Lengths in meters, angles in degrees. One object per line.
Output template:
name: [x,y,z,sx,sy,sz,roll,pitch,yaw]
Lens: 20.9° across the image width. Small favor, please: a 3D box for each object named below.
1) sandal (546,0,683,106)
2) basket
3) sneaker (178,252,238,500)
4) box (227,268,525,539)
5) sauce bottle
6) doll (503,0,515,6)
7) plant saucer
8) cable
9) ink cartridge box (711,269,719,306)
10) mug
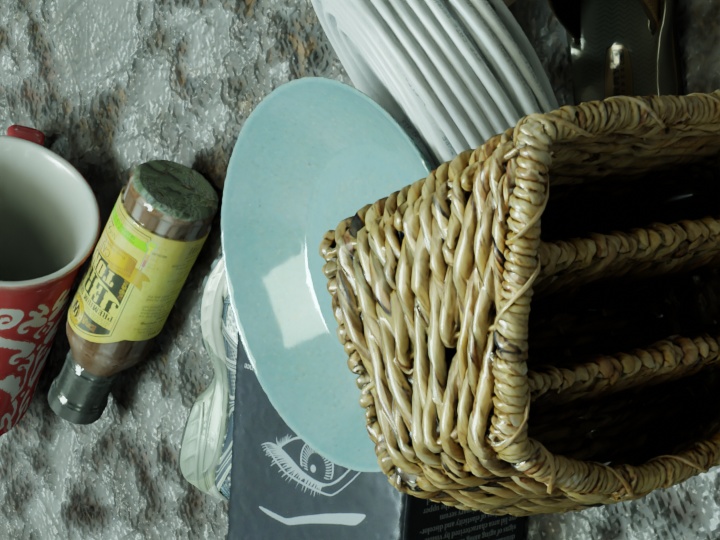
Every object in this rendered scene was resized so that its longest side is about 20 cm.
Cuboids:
sandal: [0.119,-0.146,0.993,0.082,0.054,0.201,2,96,46]
basket: [0.110,0.018,0.795,0.149,0.199,0.143,-28,74,47]
sneaker: [-0.048,0.061,1.196,0.086,0.077,0.201,27,122,31]
box: [0.011,0.092,1.102,0.148,0.104,0.201,16,107,44]
sauce bottle: [-0.157,0.021,1.301,0.065,0.065,0.200,49,127,31]
doll: [0.147,-0.195,0.922,0.199,0.048,0.137,-16,62,26]
plant saucer: [0.000,0.000,0.988,0.201,0.039,0.202,20,115,48]
cable: [0.038,-0.100,0.990,0.069,0.200,0.200,-33,65,-3]
ink cartridge box: [0.251,-0.020,0.849,0.200,0.083,0.146,-29,74,45]
mug: [-0.253,0.010,1.366,0.133,0.178,0.200,35,137,11]
